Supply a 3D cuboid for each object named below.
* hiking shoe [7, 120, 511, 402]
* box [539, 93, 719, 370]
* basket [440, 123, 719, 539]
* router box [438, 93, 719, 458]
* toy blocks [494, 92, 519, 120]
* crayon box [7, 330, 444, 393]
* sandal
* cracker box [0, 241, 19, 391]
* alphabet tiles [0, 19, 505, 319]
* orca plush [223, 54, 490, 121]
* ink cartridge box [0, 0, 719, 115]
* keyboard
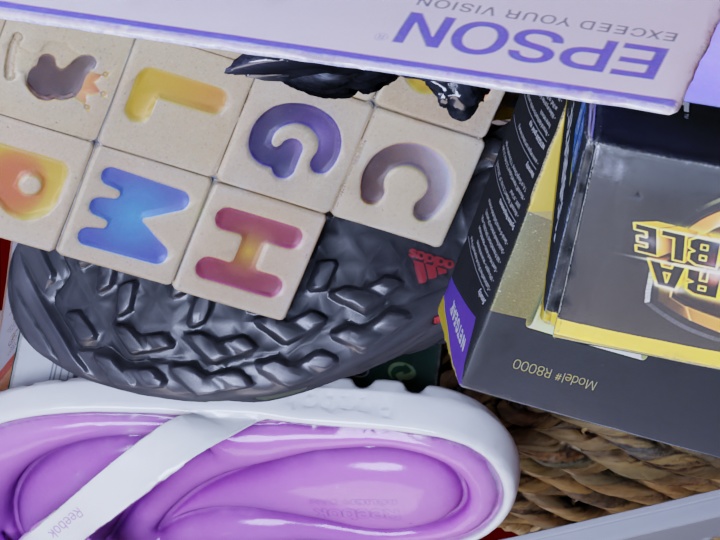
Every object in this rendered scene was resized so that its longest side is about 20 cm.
[{"bbox_3d":[0.000,0.000,0.867,0.199,0.076,0.101,-8,171,1],"label":"hiking shoe"},{"bbox_3d":[0.124,-0.047,0.617,0.159,0.200,0.049,12,126,-1],"label":"box"},{"bbox_3d":[0.109,0.007,1.022,0.200,0.149,0.143,22,134,-38],"label":"basket"},{"bbox_3d":[0.139,-0.022,0.783,0.199,0.158,0.052,15,-159,-12],"label":"router box"},{"bbox_3d":[0.012,-0.076,0.891,0.136,0.100,0.200,3,171,-8],"label":"toy blocks"},{"bbox_3d":[-0.057,0.082,0.955,0.125,0.052,0.200,14,131,-4],"label":"crayon box"},{"bbox_3d":[-0.055,0.070,0.874,0.202,0.050,0.083,-9,132,14],"label":"sandal"},{"bbox_3d":[-0.054,0.003,1.056,0.134,0.058,0.200,33,-155,-19],"label":"cracker box"},{"bbox_3d":[-0.051,-0.077,0.764,0.200,0.167,0.006,17,-160,-18],"label":"alphabet tiles"},{"bbox_3d":[0.020,-0.067,0.663,0.071,0.105,0.200,56,-176,-21],"label":"orca plush"},{"bbox_3d":[-0.008,-0.086,0.577,0.198,0.200,0.043,10,130,18],"label":"ink cartridge box"},{"bbox_3d":[0.037,0.092,0.921,0.199,0.011,0.056,-10,167,-24],"label":"keyboard"}]
